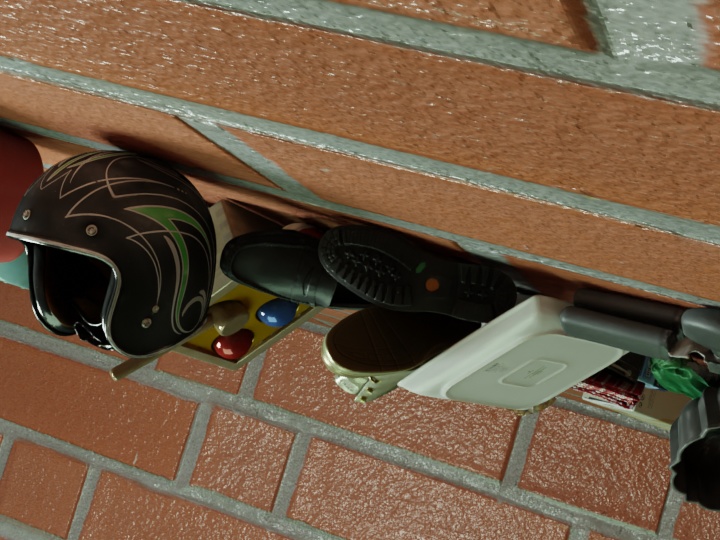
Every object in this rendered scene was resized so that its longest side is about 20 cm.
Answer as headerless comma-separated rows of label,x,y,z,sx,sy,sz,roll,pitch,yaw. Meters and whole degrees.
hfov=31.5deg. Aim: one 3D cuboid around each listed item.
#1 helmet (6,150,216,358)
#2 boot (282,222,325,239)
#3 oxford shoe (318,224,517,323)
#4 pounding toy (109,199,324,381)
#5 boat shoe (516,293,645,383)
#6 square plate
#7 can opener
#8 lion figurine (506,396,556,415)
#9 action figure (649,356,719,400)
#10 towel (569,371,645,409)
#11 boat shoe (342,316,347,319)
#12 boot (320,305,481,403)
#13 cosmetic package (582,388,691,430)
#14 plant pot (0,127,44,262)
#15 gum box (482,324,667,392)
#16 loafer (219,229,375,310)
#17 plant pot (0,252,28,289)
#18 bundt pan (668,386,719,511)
helmet,-0.240,-0.025,1.255,0.199,0.191,0.200,-8,-161,3
boot,0.000,0.000,1.394,0.144,0.073,0.200,13,179,26
oxford shoe,0.053,0.007,1.274,0.200,0.073,0.084,20,-178,1
pounding toy,-0.168,0.039,1.450,0.184,0.142,0.200,-35,148,22
boat shoe,0.224,0.073,1.411,0.200,0.064,0.071,19,175,-9
square plate,0.173,0.094,1.305,0.198,0.029,0.200,12,142,-42
can opener,0.271,0.046,1.146,0.200,0.053,0.067,11,137,42
lion figurine,0.161,0.121,1.600,0.200,0.073,0.122,27,176,26
action figure,0.392,0.127,1.476,0.118,0.055,0.200,14,167,48
towel,0.226,0.116,1.470,0.200,0.023,0.145,16,-174,14
boat shoe,0.036,0.108,2.343,0.200,0.067,0.074,-3,163,35
boot,0.013,0.091,1.328,0.200,0.072,0.155,-14,163,-41
cosmetic package,0.426,0.184,1.836,0.200,0.071,0.105,22,173,-34
plant pot,-0.452,-0.091,1.378,0.177,0.201,0.200,9,-179,-40
gum box,0.261,0.092,1.585,0.200,0.045,0.170,21,174,-35
loafer,-0.043,0.003,1.297,0.200,0.068,0.070,10,-163,-25
plant pot,-0.522,-0.065,1.889,0.200,0.161,0.201,17,174,2
bundt pan,0.439,0.187,1.431,0.201,0.076,0.202,-1,137,-1
